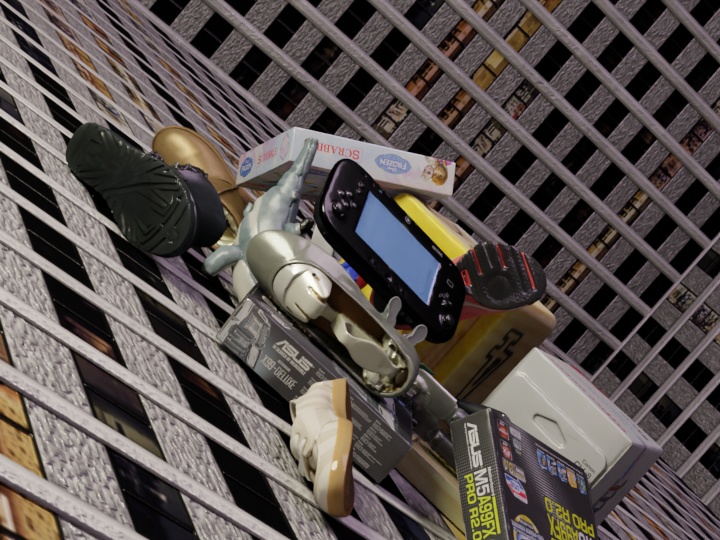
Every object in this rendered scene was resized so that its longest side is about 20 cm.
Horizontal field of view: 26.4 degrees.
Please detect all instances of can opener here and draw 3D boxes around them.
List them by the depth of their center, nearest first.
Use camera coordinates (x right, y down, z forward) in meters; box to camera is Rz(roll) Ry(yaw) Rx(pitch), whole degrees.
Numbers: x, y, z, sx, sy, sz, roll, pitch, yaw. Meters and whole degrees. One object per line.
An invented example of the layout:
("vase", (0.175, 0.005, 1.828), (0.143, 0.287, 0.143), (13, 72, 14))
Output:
("can opener", (0.096, 0.164, 1.541), (0.200, 0.053, 0.067), (44, 6, 5))

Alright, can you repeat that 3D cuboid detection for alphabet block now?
("alphabet block", (0.081, 0.056, 1.776), (0.195, 0.197, 0.200), (42, 7, 23))

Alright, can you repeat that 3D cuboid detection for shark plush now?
("shark plush", (-0.076, -0.037, 1.578), (0.083, 0.201, 0.091), (3, -36, 44))

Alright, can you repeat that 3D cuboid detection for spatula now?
("spatula", (0.079, 0.138, 1.584), (0.199, 0.020, 0.057), (7, -59, 44))

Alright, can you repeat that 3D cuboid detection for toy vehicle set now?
("toy vehicle set", (0.097, 0.216, 1.562), (0.124, 0.027, 0.200), (43, 6, 11))

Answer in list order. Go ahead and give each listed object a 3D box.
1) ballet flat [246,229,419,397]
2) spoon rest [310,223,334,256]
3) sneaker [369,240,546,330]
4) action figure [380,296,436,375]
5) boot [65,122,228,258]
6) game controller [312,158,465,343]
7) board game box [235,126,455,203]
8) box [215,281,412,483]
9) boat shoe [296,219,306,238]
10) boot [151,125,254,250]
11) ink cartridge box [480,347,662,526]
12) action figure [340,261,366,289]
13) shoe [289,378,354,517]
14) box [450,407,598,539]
("ballet flat", (-0.024, 0.038, 1.392), (0.200, 0.067, 0.064), (42, 13, -6))
("spoon rest", (-0.032, 0.019, 1.585), (0.099, 0.202, 0.061), (22, 43, 21))
("sneaker", (0.097, 0.020, 1.625), (0.087, 0.198, 0.075), (132, -53, -72))
("action figure", (-0.017, 0.057, 1.532), (0.199, 0.055, 0.118), (-2, -45, 53))
("boot", (-0.181, -0.062, 1.515), (0.200, 0.077, 0.168), (39, 7, 36))
("game controller", (0.032, -0.019, 1.511), (0.200, 0.042, 0.105), (45, 48, -23))
("board game box", (-0.021, -0.111, 1.771), (0.198, 0.042, 0.199), (11, -9, -22))
("box", (-0.039, 0.097, 1.425), (0.200, 0.050, 0.158), (42, 6, -2))
("boat shoe", (-0.099, -0.026, 1.824), (0.068, 0.075, 0.200), (44, 15, -6))
("boot", (-0.188, -0.100, 1.791), (0.175, 0.066, 0.200), (41, 8, -1))
("ink cartridge box", (0.209, 0.190, 1.630), (0.145, 0.145, 0.200), (45, 7, 22))
("action figure", (0.000, 0.000, 1.639), (0.052, 0.199, 0.066), (50, 46, -12))
("shoe", (-0.032, 0.140, 1.214), (0.053, 0.071, 0.200), (-2, 15, -1))
("box", (0.159, 0.234, 1.408), (0.200, 0.044, 0.162), (35, 39, -47))
